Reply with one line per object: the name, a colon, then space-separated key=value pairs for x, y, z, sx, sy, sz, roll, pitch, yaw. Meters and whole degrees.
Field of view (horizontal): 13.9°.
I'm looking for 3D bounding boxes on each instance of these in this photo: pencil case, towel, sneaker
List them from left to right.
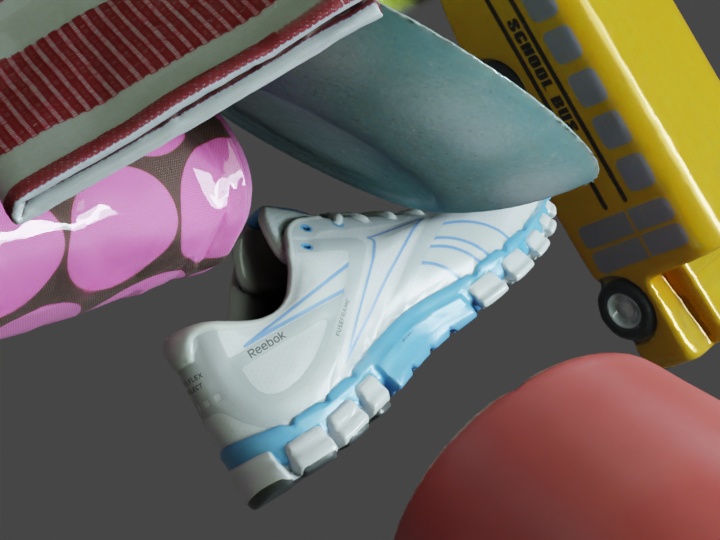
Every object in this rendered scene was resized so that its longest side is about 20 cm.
pencil case: x=-0.137 y=-0.024 z=1.021 sx=0.200 sy=0.091 sz=0.094 roll=-13 pitch=52 yaw=-44
towel: x=-0.089 y=-0.111 z=1.001 sx=0.200 sy=0.144 sz=0.023 roll=57 pitch=-3 yaw=46
sneaker: x=0.000 y=0.000 z=1.134 sx=0.087 sy=0.075 sz=0.200 roll=52 pitch=48 yaw=-5

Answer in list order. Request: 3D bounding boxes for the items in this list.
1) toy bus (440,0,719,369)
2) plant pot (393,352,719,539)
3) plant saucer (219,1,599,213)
toy bus: x=0.110 y=-0.062 z=1.242 sx=0.065 sy=0.078 sz=0.200 roll=-37 pitch=99 yaw=-42
plant pot: x=0.115 y=0.137 z=1.078 sx=0.200 sy=0.201 sz=0.177 roll=-4 pitch=35 yaw=-41
plant saucer: x=-0.010 y=-0.064 z=1.081 sx=0.201 sy=0.201 sz=0.039 roll=31 pitch=81 yaw=-28
